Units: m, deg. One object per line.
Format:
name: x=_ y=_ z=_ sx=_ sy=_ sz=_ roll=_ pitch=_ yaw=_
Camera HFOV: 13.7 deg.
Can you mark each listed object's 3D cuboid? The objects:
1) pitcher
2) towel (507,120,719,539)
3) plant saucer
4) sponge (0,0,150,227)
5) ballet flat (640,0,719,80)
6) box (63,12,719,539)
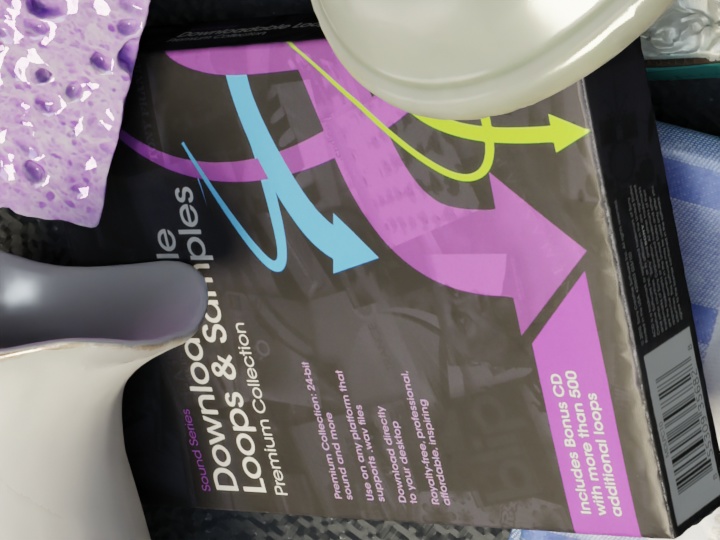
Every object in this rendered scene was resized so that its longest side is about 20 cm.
pitcher: x=-0.134 y=0.081 z=0.885 sx=0.171 sy=0.121 sz=0.201 roll=20 pitch=115 yaw=26
towel: x=0.149 y=0.051 z=0.830 sx=0.199 sy=0.024 sz=0.148 roll=17 pitch=110 yaw=8
plant saucer: x=0.036 y=-0.139 z=0.743 sx=0.050 sy=0.201 sz=0.200 roll=23 pitch=117 yaw=-34
sponge: x=-0.102 y=-0.112 z=0.796 sx=0.111 sy=0.030 sz=0.201 roll=12 pitch=120 yaw=-9
ballet flat: x=0.141 y=-0.079 z=0.804 sx=0.198 sy=0.072 sz=0.072 roll=3 pitch=109 yaw=12
box: x=0.000 y=0.000 z=0.840 sx=0.199 sy=0.036 sz=0.144 roll=0 pitch=109 yaw=41
